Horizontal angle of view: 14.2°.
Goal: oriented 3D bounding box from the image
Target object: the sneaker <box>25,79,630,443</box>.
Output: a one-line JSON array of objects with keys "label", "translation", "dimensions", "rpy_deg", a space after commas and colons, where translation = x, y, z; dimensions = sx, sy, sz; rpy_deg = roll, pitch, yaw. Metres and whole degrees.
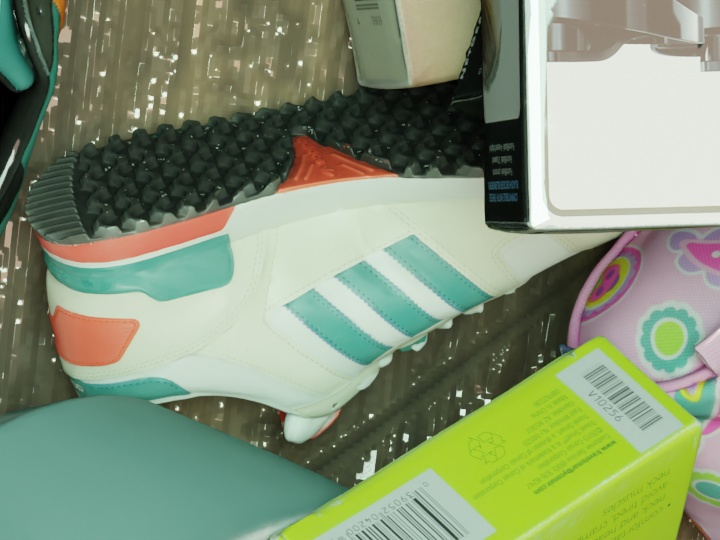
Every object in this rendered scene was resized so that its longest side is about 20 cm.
[{"label": "sneaker", "translation": [0.000, 0.000, 0.883], "dimensions": [0.200, 0.070, 0.093], "rpy_deg": [-10, 121, -13]}]

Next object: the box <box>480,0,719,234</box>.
[{"label": "box", "translation": [0.090, -0.109, 0.728], "dimensions": [0.117, 0.060, 0.200], "rpy_deg": [0, 92, -8]}]

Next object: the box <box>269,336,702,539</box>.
[{"label": "box", "translation": [0.028, 0.122, 0.837], "dimensions": [0.122, 0.048, 0.200], "rpy_deg": [-30, 146, -28]}]

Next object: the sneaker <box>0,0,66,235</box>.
[{"label": "sneaker", "translation": [-0.111, -0.091, 0.826], "dimensions": [0.071, 0.080, 0.200], "rpy_deg": [5, 99, -10]}]

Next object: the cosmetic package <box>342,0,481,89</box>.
[{"label": "cosmetic package", "translation": [0.093, -0.120, 0.859], "dimensions": [0.200, 0.087, 0.103], "rpy_deg": [-13, 97, -10]}]

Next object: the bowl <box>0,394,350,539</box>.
[{"label": "bowl", "translation": [-0.085, 0.114, 0.831], "dimensions": [0.201, 0.201, 0.105], "rpy_deg": [-47, 62, -1]}]

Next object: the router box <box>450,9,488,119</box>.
[{"label": "router box", "translation": [0.127, -0.115, 0.792], "dimensions": [0.149, 0.051, 0.200], "rpy_deg": [19, 87, -10]}]

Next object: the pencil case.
[{"label": "pencil case", "translation": [0.142, 0.062, 0.879], "dimensions": [0.087, 0.087, 0.200], "rpy_deg": [-41, 124, -2]}]
